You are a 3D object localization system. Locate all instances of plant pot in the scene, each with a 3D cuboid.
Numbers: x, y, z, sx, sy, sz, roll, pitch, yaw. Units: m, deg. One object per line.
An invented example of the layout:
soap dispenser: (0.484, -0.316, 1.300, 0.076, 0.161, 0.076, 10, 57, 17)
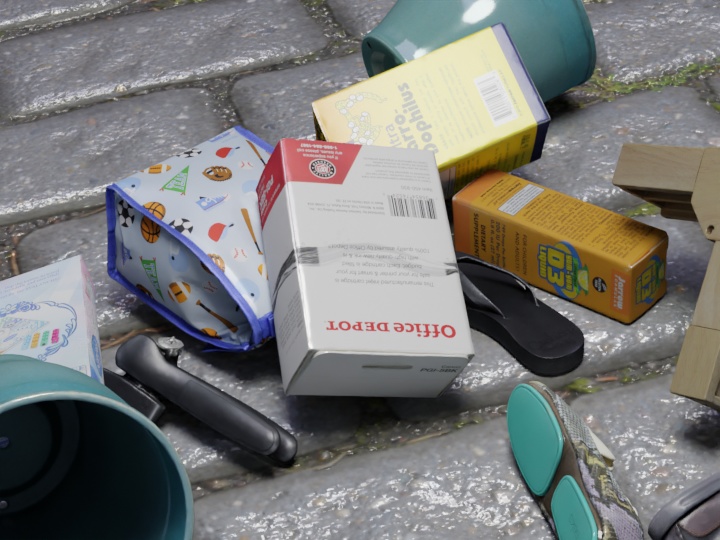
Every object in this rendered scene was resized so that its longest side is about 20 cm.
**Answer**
plant pot: (-0.242, 0.153, 1.165, 0.198, 0.202, 0.188, -18, 21, -19)
plant pot: (0.109, -0.233, 1.688, 0.187, 0.201, 0.200, -33, 41, -13)

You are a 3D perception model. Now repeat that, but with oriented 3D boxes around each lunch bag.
lunch bag: (-0.103, -0.017, 1.447, 0.199, 0.125, 0.169, 30, 45, 31)

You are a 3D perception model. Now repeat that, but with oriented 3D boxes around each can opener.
can opener: (-0.132, 0.109, 1.342, 0.198, 0.079, 0.063, 22, 3, 28)

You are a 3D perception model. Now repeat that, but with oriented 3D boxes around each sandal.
sandal: (0.121, 0.023, 1.435, 0.076, 0.043, 0.199, -29, 41, -31)

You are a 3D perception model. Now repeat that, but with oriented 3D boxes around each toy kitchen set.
toy kitchen set: (0.307, 0.018, 1.359, 0.162, 0.202, 0.180, 21, -6, -34)

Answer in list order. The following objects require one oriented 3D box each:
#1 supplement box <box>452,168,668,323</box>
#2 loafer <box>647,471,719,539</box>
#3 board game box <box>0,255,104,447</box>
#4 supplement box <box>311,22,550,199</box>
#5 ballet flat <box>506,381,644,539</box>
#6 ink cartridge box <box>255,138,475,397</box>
supplement box: (0.179, -0.025, 1.477, 0.199, 0.067, 0.069, 21, 42, 34)
loafer: (0.306, 0.167, 1.199, 0.198, 0.072, 0.063, -25, 59, -18)
board game box: (-0.317, 0.086, 1.370, 0.198, 0.044, 0.200, -18, 36, 0)
supplement box: (0.065, -0.132, 1.537, 0.198, 0.109, 0.110, -23, 76, -5)
ballet flat: (0.166, 0.161, 1.226, 0.071, 0.073, 0.201, -10, 35, -7)
ink cartridge box: (0.000, 0.000, 1.351, 0.145, 0.083, 0.202, 4, 59, -21)
